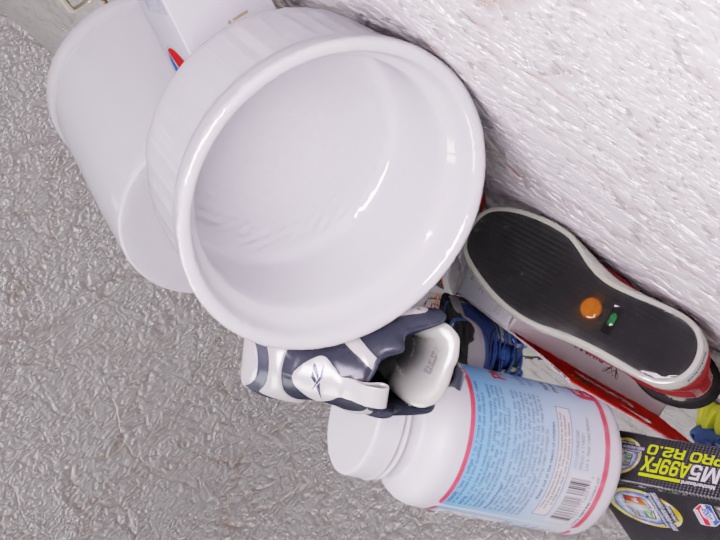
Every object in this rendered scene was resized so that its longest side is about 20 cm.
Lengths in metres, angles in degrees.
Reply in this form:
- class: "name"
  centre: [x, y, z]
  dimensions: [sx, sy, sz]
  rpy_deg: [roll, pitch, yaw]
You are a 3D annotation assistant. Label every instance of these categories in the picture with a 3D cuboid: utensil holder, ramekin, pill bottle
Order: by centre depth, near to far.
- class: "ramekin"
  centre: [-0.033, -0.061, 0.958]
  dimensions: [0.200, 0.200, 0.098]
  rpy_deg: [41, -177, -38]
- class: "pill bottle"
  centre: [0.082, 0.125, 1.154]
  dimensions: [0.200, 0.109, 0.109]
  rpy_deg: [15, -174, -25]
- class: "utensil holder"
  centre: [-0.143, -0.103, 1.249]
  dimensions: [0.170, 0.170, 0.200]
  rpy_deg: [41, -170, -41]

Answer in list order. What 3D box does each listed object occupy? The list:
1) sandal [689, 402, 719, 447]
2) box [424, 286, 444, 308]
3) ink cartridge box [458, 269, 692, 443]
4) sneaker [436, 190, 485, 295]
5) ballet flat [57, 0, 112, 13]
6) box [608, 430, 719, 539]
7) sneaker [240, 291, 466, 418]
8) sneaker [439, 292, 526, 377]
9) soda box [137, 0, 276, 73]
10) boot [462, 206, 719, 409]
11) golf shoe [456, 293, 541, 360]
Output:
- class: "sandal"
  centre: [0.310, 0.164, 1.268]
  dimensions: [0.079, 0.087, 0.200]
  rpy_deg: [39, 174, -8]
- class: "box"
  centre: [0.030, 0.030, 1.429]
  dimensions: [0.200, 0.110, 0.035]
  rpy_deg: [9, -162, -24]
- class: "ink cartridge box"
  centre: [0.185, 0.066, 1.241]
  dimensions: [0.200, 0.044, 0.174]
  rpy_deg: [29, -174, -37]
- class: "sneaker"
  centre: [0.035, -0.054, 1.149]
  dimensions: [0.082, 0.077, 0.200]
  rpy_deg: [13, 154, 24]
- class: "ballet flat"
  centre: [-0.242, -0.257, 1.471]
  dimensions: [0.200, 0.064, 0.076]
  rpy_deg: [39, 175, -25]
- class: "box"
  centre: [0.284, 0.202, 1.223]
  dimensions: [0.160, 0.044, 0.200]
  rpy_deg: [7, 148, 35]
- class: "sneaker"
  centre: [0.027, 0.046, 1.052]
  dimensions: [0.129, 0.080, 0.199]
  rpy_deg: [19, -160, 28]
- class: "sneaker"
  centre: [0.099, 0.059, 1.287]
  dimensions: [0.077, 0.076, 0.200]
  rpy_deg: [8, -177, 4]
- class: "soda box"
  centre: [-0.074, -0.119, 1.053]
  dimensions: [0.064, 0.068, 0.200]
  rpy_deg: [31, 151, 59]
- class: "boot"
  centre: [0.169, 0.033, 1.149]
  dimensions: [0.200, 0.072, 0.144]
  rpy_deg: [35, 179, 24]
- class: "golf shoe"
  centre: [0.110, 0.011, 1.367]
  dimensions: [0.200, 0.077, 0.088]
  rpy_deg: [38, 170, -12]
